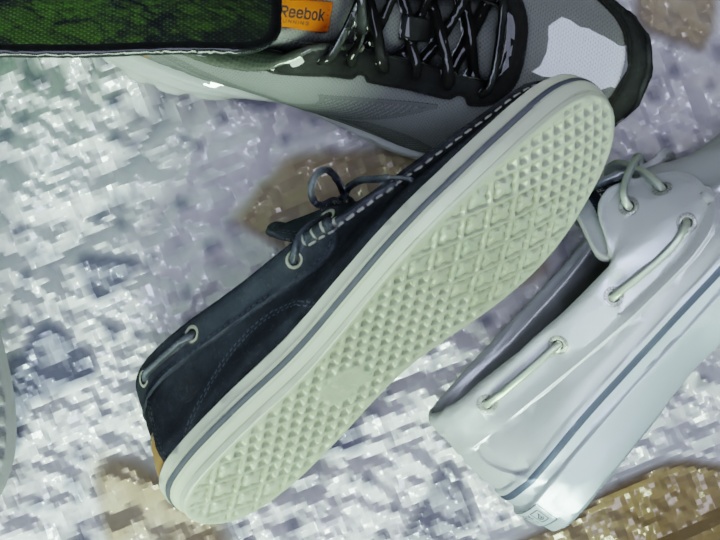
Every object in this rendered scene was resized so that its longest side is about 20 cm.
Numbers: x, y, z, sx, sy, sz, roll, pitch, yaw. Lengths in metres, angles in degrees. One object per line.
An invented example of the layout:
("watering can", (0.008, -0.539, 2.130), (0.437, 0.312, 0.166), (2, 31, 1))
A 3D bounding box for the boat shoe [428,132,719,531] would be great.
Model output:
("boat shoe", (0.100, -0.006, 0.849), (0.067, 0.074, 0.201), (36, 90, -7))

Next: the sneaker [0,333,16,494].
("sneaker", (-0.186, -0.004, 0.830), (0.079, 0.078, 0.201), (-10, 111, 39))

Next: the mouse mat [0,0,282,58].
("mouse mat", (-0.126, -0.119, 0.801), (0.198, 0.162, 0.008), (0, 133, -5))

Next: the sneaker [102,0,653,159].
("sneaker", (0.002, -0.078, 0.837), (0.198, 0.079, 0.075), (9, 91, -6))

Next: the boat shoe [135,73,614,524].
("boat shoe", (0.000, 0.000, 0.835), (0.200, 0.074, 0.062), (-43, 57, 11))
